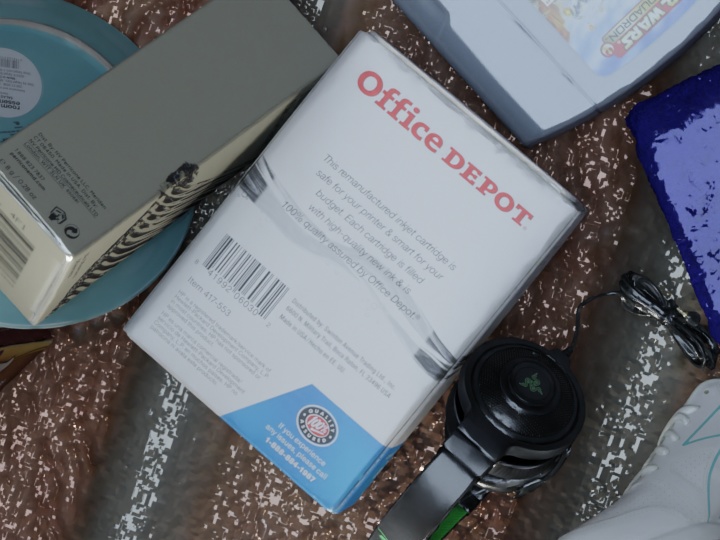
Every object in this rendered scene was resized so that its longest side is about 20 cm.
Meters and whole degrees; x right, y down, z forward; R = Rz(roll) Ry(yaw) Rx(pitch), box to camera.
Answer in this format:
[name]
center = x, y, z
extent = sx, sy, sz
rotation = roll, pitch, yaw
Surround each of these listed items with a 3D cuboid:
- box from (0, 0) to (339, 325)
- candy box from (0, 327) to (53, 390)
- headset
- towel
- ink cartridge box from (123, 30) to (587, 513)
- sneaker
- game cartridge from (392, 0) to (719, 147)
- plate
[box]
center = -0.106, -0.064, 1.171
extent = 0.068, 0.082, 0.200
rotation = 47, 57, 5
[candy box]
center = -0.264, 0.085, 1.237
extent = 0.200, 0.117, 0.057
rotation = -41, 84, 7
[headset]
center = 0.087, 0.083, 1.175
extent = 0.094, 0.124, 0.200
rotation = 40, 79, 9
[towel]
center = 0.249, -0.052, 1.175
extent = 0.199, 0.050, 0.149
rotation = -22, 83, 8
[ink cartridge box]
center = 0.000, 0.000, 1.204
extent = 0.146, 0.086, 0.200
rotation = 40, 95, 7
[sneaker]
center = 0.167, 0.104, 1.157
extent = 0.199, 0.070, 0.081
rotation = -20, 72, -28
[game cartridge]
center = 0.127, -0.166, 1.208
extent = 0.200, 0.042, 0.133
rotation = -43, 79, 7
[plate]
center = -0.177, -0.066, 1.206
extent = 0.199, 0.026, 0.202
rotation = 9, 62, -17
